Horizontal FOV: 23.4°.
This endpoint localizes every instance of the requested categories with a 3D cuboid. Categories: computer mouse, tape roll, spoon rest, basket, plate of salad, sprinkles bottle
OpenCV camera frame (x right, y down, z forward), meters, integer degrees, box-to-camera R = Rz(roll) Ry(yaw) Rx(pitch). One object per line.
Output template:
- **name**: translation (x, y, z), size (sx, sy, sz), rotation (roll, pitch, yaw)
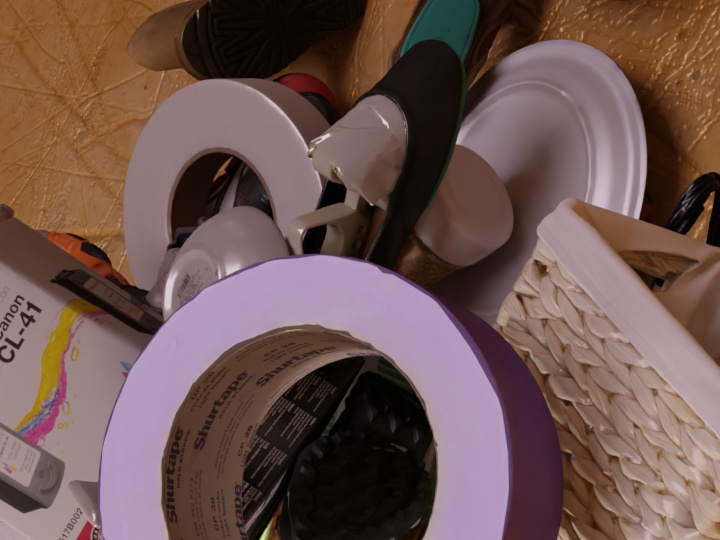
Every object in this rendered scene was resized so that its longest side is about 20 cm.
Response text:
- **computer mouse**: translation (0.136, 0.027, 0.948), size (0.200, 0.059, 0.034), rotation (-55, 40, 16)
- **tape roll**: translation (-0.083, -0.030, 1.180), size (0.203, 0.037, 0.203), rotation (6, 99, 40)
- **spoon rest**: translation (-0.094, 0.056, 0.980), size (0.099, 0.061, 0.200), rotation (45, 111, 44)
- **basket**: translation (0.155, 0.076, 0.836), size (0.123, 0.135, 0.200), rotation (-59, 37, 21)
- **tape roll**: translation (-0.013, 0.097, 0.797), size (0.200, 0.085, 0.200), rotation (-5, 77, 20)
- **plate of salad**: translation (0.102, -0.038, 1.032), size (0.200, 0.048, 0.200), rotation (-24, 59, 47)
- **sprinkles bottle**: translation (0.000, 0.000, 1.044), size (0.200, 0.068, 0.068), rotation (-34, 48, 37)

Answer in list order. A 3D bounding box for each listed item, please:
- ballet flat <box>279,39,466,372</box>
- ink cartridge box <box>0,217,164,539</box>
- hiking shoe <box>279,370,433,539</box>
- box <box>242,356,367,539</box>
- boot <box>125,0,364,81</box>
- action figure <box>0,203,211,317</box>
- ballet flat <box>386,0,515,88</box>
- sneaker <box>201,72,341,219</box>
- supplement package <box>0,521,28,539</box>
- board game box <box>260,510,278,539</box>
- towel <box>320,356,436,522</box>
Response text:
- **ballet flat**: translation (-0.002, -0.034, 0.953), size (0.068, 0.068, 0.200), rotation (31, 106, 41)
- **ink cartridge box**: translation (-0.182, 0.085, 1.075), size (0.148, 0.200, 0.086), rotation (-58, -2, 13)
- **hiking shoe**: translation (-0.004, 0.132, 0.975), size (0.087, 0.074, 0.200), rotation (-64, -6, 20)
- **box**: translation (-0.084, 0.150, 1.001), size (0.193, 0.047, 0.200), rotation (-58, -4, 32)
- **boot**: translation (-0.115, -0.174, 1.307), size (0.200, 0.175, 0.066), rotation (-1, 107, 50)
- **action figure**: translation (-0.164, 0.059, 1.163), size (0.193, 0.105, 0.200), rotation (14, 110, 24)
- **ballet flat**: translation (0.068, -0.164, 1.112), size (0.072, 0.068, 0.200), rotation (99, -168, -55)
- **sneaker**: translation (-0.070, -0.040, 1.237), size (0.201, 0.071, 0.098), rotation (-59, 35, 12)
- **supplement package**: translation (-0.190, 0.262, 1.214), size (0.200, 0.111, 0.156), rotation (-6, 68, 52)
- **board game box**: translation (-0.148, 0.124, 1.151), size (0.030, 0.200, 0.096), rotation (-64, -8, -49)
- **towel**: translation (0.000, 0.081, 1.130), size (0.200, 0.023, 0.153), rotation (3, 75, 55)
